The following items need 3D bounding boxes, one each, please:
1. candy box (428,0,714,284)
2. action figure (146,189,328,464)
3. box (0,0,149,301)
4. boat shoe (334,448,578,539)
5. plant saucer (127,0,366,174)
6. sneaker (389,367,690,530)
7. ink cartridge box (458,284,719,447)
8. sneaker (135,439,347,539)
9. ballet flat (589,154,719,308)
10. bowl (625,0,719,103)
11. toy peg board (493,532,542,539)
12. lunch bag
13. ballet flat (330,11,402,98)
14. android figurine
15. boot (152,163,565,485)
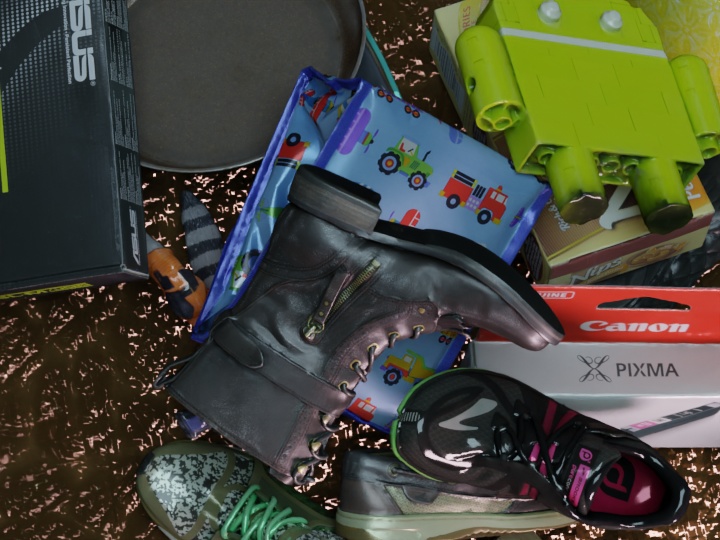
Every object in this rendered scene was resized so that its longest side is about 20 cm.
[{"bbox_3d":[0.134,-0.092,1.749,0.115,0.055,0.200,-19,68,-10],"label":"candy box"},{"bbox_3d":[-0.051,0.028,1.719,0.200,0.105,0.194,-17,90,-25],"label":"action figure"},{"bbox_3d":[-0.234,-0.079,1.688,0.193,0.048,0.200,-8,80,20],"label":"box"},{"bbox_3d":[0.076,0.128,1.691,0.201,0.072,0.066,-7,105,-28],"label":"boat shoe"},{"bbox_3d":[-0.093,-0.138,1.729,0.200,0.032,0.200,-5,56,7],"label":"plant saucer"},{"bbox_3d":[0.113,0.108,1.626,0.200,0.084,0.077,15,87,-20],"label":"sneaker"},{"bbox_3d":[0.167,0.062,1.688,0.200,0.174,0.044,1,67,-7],"label":"ink cartridge box"},{"bbox_3d":[-0.047,0.163,1.685,0.200,0.089,0.077,29,78,-1],"label":"sneaker"},{"bbox_3d":[0.215,-0.024,1.783,0.200,0.057,0.066,-40,62,-17],"label":"ballet flat"},{"bbox_3d":[0.277,-0.194,1.773,0.200,0.108,0.200,2,72,-7],"label":"bowl"},{"bbox_3d":[0.092,0.296,1.670,0.200,0.098,0.199,47,44,3],"label":"toy peg board"},{"bbox_3d":[0.000,0.000,1.646,0.151,0.094,0.200,28,86,-26],"label":"lunch bag"},{"bbox_3d":[0.016,-0.072,1.748,0.073,0.073,0.200,-31,87,-12],"label":"ballet flat"},{"bbox_3d":[0.141,-0.113,1.675,0.182,0.041,0.200,7,52,-25],"label":"android figurine"},{"bbox_3d":[0.000,0.050,1.580,0.200,0.069,0.174,28,99,5],"label":"boot"}]
